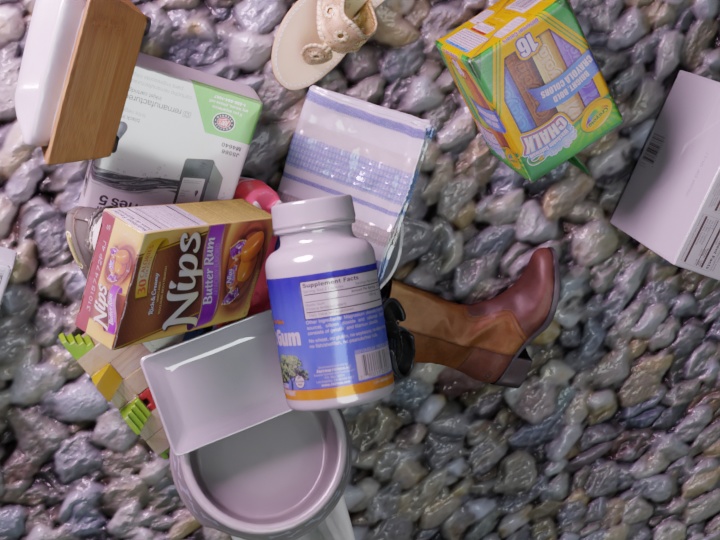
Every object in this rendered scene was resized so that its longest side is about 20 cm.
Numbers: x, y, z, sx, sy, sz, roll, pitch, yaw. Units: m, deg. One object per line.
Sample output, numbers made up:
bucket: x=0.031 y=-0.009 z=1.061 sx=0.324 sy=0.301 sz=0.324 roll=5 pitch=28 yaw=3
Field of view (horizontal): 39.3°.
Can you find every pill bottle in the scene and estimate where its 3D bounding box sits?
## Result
pill bottle: x=-0.034 y=0.030 z=0.996 sx=0.111 sy=0.112 sz=0.201 roll=-10 pitch=92 yaw=-12

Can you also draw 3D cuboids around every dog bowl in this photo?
dog bowl: x=-0.104 y=0.191 z=1.074 sx=0.199 sy=0.059 sz=0.201 roll=2 pitch=73 yaw=-8

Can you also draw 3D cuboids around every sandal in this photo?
sandal: x=-0.010 y=-0.268 z=1.036 sx=0.212 sy=0.070 sz=0.078 roll=-45 pitch=115 yaw=5

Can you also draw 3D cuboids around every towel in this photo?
towel: x=-0.017 y=-0.088 z=1.093 sx=0.146 sy=0.024 sz=0.201 roll=20 pitch=100 yaw=5

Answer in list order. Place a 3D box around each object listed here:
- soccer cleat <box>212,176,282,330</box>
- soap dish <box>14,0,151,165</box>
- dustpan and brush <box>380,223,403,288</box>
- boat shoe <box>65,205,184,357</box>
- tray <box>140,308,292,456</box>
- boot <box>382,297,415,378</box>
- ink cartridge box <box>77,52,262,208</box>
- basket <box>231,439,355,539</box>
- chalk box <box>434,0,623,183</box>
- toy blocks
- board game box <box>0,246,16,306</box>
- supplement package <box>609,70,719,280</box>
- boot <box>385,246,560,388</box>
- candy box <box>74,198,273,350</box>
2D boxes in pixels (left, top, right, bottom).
soccer cleat: x=-0.130 y=-0.003 z=1.099 sx=0.066 sy=0.076 sz=0.201 roll=-3 pitch=114 yaw=-35
soap dish: x=-0.260 y=-0.194 z=0.927 sx=0.081 sy=0.200 sz=0.158 roll=12 pitch=107 yaw=-25
dustpan and brush: x=0.000 y=0.000 z=1.150 sx=0.139 sy=0.057 sz=0.201 roll=-22 pitch=115 yaw=-6
boat shoe: x=-0.230 y=0.011 z=1.002 sx=0.072 sy=0.060 sz=0.202 roll=-57 pitch=149 yaw=-31
tray: x=-0.117 y=0.107 z=1.049 sx=0.199 sy=0.022 sz=0.108 roll=-20 pitch=87 yaw=-13
boot: x=0.002 y=0.096 z=1.125 sx=0.070 sy=0.131 sz=0.201 roll=-55 pitch=146 yaw=-28
ink cartridge box: x=-0.202 y=-0.107 z=1.038 sx=0.145 sy=0.084 sz=0.201 roll=14 pitch=107 yaw=-20
basket: x=-0.093 y=0.273 z=1.198 sx=0.135 sy=0.123 sz=0.201 roll=-17 pitch=115 yaw=-9
chalk box: x=0.189 y=-0.186 z=1.095 sx=0.123 sy=0.124 sz=0.201 roll=-32 pitch=115 yaw=-2
toy blocks: x=-0.219 y=0.103 z=1.121 sx=0.136 sy=0.100 sz=0.200 roll=-38 pitch=118 yaw=-10
board game box: x=-0.459 y=0.058 z=1.045 sx=0.147 sy=0.064 sz=0.201 roll=17 pitch=104 yaw=-20
supplement package: x=0.408 y=-0.108 z=1.168 sx=0.110 sy=0.156 sz=0.201 roll=17 pitch=105 yaw=-20
boot: x=0.126 y=0.039 z=1.214 sx=0.199 sy=0.069 sz=0.189 roll=15 pitch=114 yaw=-13
candy box: x=-0.170 y=-0.002 z=0.962 sx=0.200 sy=0.056 sz=0.117 roll=-12 pitch=126 yaw=-57
